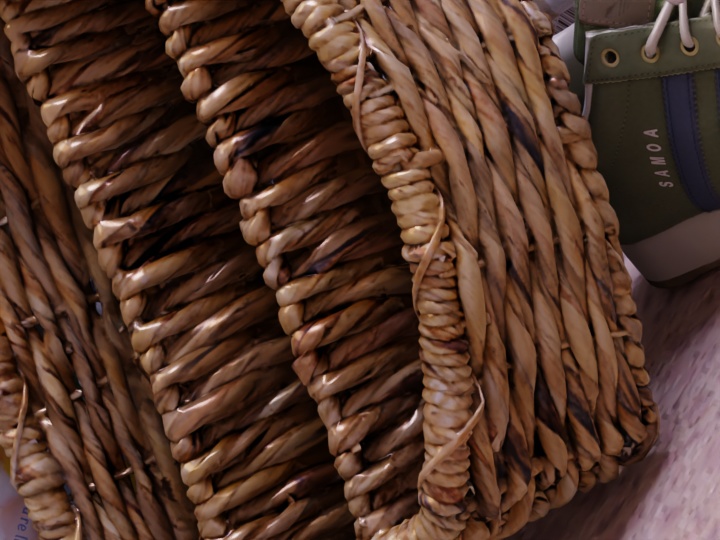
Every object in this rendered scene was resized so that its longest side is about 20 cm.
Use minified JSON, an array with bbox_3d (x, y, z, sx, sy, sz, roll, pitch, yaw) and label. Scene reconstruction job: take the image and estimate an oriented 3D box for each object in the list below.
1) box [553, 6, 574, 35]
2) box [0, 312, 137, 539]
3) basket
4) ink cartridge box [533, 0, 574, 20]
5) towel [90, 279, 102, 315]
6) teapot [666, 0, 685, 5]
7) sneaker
[{"bbox_3d":[0.035,-0.069,1.068,0.200,0.036,0.145,-39,24,50],"label":"box"},{"bbox_3d":[-0.094,0.097,0.823,0.156,0.199,0.041,-59,18,-5],"label":"box"},{"bbox_3d":[-0.026,-0.009,0.744,0.148,0.201,0.143,-21,2,-24],"label":"basket"},{"bbox_3d":[0.074,-0.192,0.831,0.200,0.165,0.075,-37,7,28],"label":"ink cartridge box"},{"bbox_3d":[-0.036,-0.010,0.867,0.201,0.192,0.035,-62,15,-8],"label":"towel"},{"bbox_3d":[0.095,-0.205,0.653,0.145,0.201,0.198,-18,-22,-21],"label":"teapot"},{"bbox_3d":[0.097,-0.060,0.727,0.200,0.090,0.067,-35,26,56],"label":"sneaker"}]
